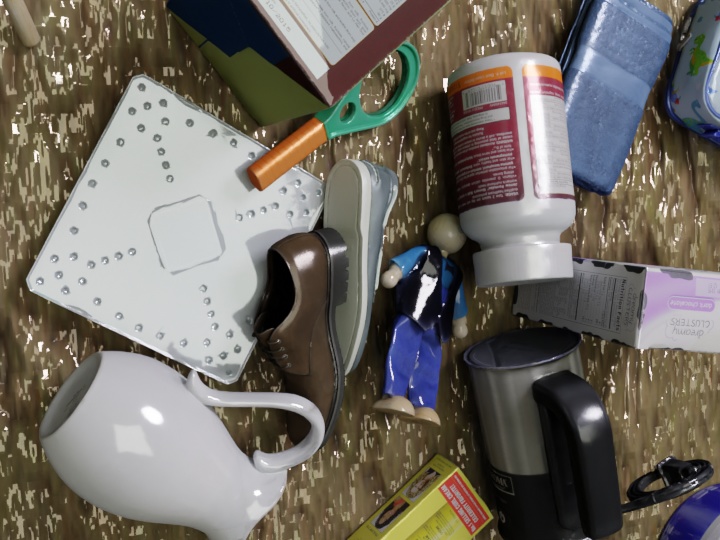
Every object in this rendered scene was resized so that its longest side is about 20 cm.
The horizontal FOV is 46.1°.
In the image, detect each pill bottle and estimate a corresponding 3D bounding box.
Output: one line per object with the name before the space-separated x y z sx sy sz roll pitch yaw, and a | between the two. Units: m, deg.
pill bottle | 0.142 -0.089 0.788 0.108 0.109 0.203 -3 86 -21

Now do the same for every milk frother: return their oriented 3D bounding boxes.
milk frother | 0.225 0.152 0.831 0.198 0.180 0.191 -20 103 -32

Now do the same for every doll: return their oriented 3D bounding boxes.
doll | 0.065 0.042 0.805 0.136 0.048 0.203 28 68 -44

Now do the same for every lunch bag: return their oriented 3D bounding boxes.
lunch bag | 0.433 -0.204 0.923 0.198 0.082 0.163 20 86 -22

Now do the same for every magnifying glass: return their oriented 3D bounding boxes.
magnifying glass | -0.020 -0.138 0.756 0.199 0.022 0.080 -40 143 -19

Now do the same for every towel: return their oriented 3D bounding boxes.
towel | 0.246 -0.186 0.870 0.111 0.048 0.202 24 85 -22

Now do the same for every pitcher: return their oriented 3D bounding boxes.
pitcher | -0.143 0.137 0.701 0.200 0.121 0.172 40 97 -25

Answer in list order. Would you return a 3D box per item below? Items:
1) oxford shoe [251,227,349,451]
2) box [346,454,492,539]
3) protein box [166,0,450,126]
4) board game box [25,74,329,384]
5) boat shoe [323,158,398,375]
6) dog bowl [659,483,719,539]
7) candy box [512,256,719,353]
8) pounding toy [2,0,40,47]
oxford shoe | -0.061 0.066 0.746 0.084 0.072 0.203 -10 104 -38
box | 0.032 0.277 0.825 0.199 0.050 0.076 -39 106 -14
protein box | -0.026 -0.237 0.678 0.200 0.198 0.135 -43 108 -13
board game box | -0.153 -0.032 0.739 0.198 0.026 0.202 29 84 -21
boat shoe | 0.000 0.000 0.777 0.061 0.072 0.203 -5 105 -43
dog bowl | 0.438 0.353 0.975 0.197 0.079 0.203 -2 95 -21
candy box | 0.272 0.030 0.817 0.165 0.200 0.073 6 93 -22
pounding toy | -0.308 -0.281 0.587 0.140 0.184 0.203 -6 88 -20
